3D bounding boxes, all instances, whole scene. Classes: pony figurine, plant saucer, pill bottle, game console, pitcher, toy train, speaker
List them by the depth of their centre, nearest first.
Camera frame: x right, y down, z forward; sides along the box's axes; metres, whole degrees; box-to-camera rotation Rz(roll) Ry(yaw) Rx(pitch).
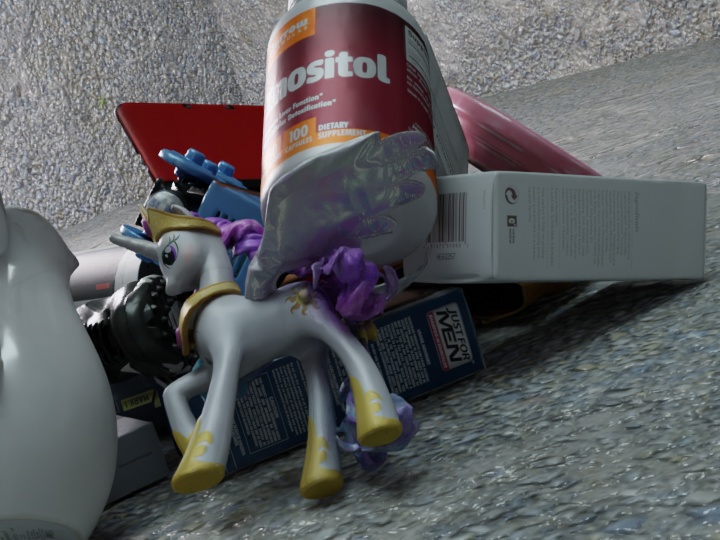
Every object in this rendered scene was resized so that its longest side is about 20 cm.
[{"bbox_3d":[-0.038,0.024,0.791,0.191,0.202,0.167,-13,-35,-6],"label":"pony figurine"},{"bbox_3d":[-0.205,0.053,0.792,0.120,0.202,0.172,-8,-30,-2],"label":"pitcher"},{"bbox_3d":[-0.008,-0.109,0.918,0.112,0.113,0.202,-14,50,16],"label":"pill bottle"},{"bbox_3d":[-0.096,-0.026,0.999,0.087,0.113,0.200,-61,-6,2],"label":"toy train"},{"bbox_3d":[-0.198,0.018,1.152,0.081,0.082,0.199,-24,11,-37],"label":"speaker"},{"bbox_3d":[0.151,-0.094,1.260,0.051,0.199,0.201,-58,9,4],"label":"plant saucer"},{"bbox_3d":[-0.121,-0.056,1.269,0.198,0.175,0.118,-4,18,-40],"label":"game console"}]

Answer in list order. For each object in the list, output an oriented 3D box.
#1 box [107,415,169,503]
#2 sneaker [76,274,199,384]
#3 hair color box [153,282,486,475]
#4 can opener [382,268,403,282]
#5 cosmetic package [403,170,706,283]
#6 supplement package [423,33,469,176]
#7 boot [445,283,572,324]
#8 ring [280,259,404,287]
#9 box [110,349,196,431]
[{"bbox_3d":[-0.238,0.141,0.945,0.155,0.042,0.199,-22,9,-29],"label":"box"},{"bbox_3d":[-0.155,0.046,0.918,0.090,0.067,0.200,-22,3,-3],"label":"sneaker"},{"bbox_3d":[-0.029,0.068,0.920,0.198,0.061,0.100,-20,9,-16],"label":"hair color box"},{"bbox_3d":[0.015,0.029,1.078,0.066,0.054,0.200,-16,8,26],"label":"can opener"},{"bbox_3d":[0.135,-0.027,0.951,0.198,0.075,0.101,2,0,-34],"label":"cosmetic package"},{"bbox_3d":[0.018,-0.101,1.103,0.108,0.115,0.200,-19,16,12],"label":"supplement package"},{"bbox_3d":[0.083,-0.004,1.101,0.200,0.072,0.143,-3,17,44],"label":"boot"},{"bbox_3d":[0.000,0.000,1.044,0.198,0.019,0.200,-21,8,3],"label":"ring"},{"bbox_3d":[-0.135,0.075,1.104,0.156,0.052,0.200,-19,9,-10],"label":"box"}]
